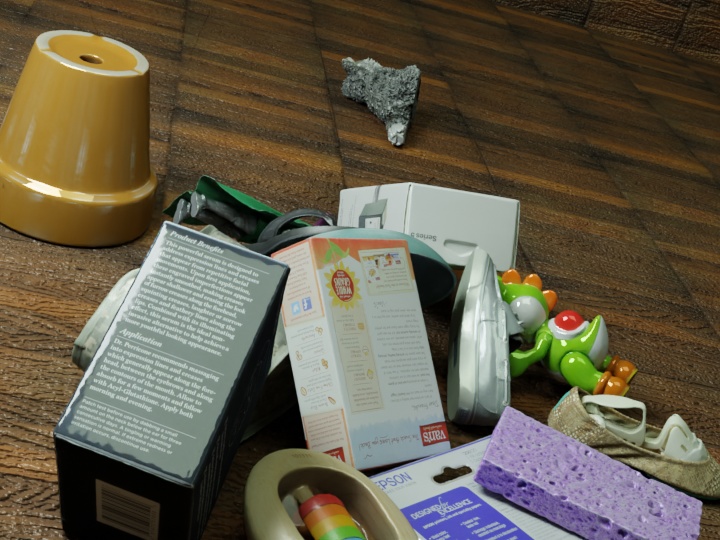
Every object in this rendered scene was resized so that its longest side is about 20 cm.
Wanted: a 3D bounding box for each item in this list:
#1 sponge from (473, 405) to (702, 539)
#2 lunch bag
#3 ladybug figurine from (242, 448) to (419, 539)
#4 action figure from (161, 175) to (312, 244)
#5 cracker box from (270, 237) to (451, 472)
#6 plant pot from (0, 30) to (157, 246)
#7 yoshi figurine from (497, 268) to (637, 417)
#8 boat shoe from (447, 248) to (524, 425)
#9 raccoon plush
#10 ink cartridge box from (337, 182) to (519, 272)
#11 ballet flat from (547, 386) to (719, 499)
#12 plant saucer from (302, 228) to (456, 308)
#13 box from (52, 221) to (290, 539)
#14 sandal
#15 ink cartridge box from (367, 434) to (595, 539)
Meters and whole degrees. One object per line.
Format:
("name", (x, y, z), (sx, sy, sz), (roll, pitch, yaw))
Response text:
("sponge", (0.201, 0.194, 1.085), (0.198, 0.030, 0.112), (26, 23, 10))
("lunch bag", (-0.139, 0.067, 1.114), (0.163, 0.119, 0.200), (30, 35, 16))
("ladybug figurine", (-0.023, 0.216, 0.934), (0.134, 0.073, 0.200), (4, 28, -28))
("action figure", (-0.113, -0.044, 1.398), (0.198, 0.056, 0.117), (18, -21, -33))
("cracker box", (0.001, 0.075, 1.096), (0.057, 0.203, 0.133), (-21, -14, 39))
("plant pot", (-0.312, -0.156, 1.363), (0.197, 0.186, 0.201), (14, 25, -7))
("yoshi figurine", (0.193, 0.091, 1.342), (0.199, 0.113, 0.112), (38, 68, 11))
("boat shoe", (0.132, 0.071, 1.272), (0.070, 0.070, 0.203), (12, 56, -7))
("raccoon plush", (0.022, -0.279, 1.956), (0.132, 0.098, 0.200), (11, 25, 5))
("ink cartridge box", (0.074, -0.048, 1.425), (0.143, 0.086, 0.199), (7, -1, -23))
("ballet flat", (0.289, 0.170, 1.242), (0.197, 0.066, 0.071), (18, 25, 0))
("plant saucer", (0.000, 0.000, 1.266), (0.197, 0.200, 0.037), (7, 67, -22))
("box", (-0.139, 0.094, 0.926), (0.106, 0.149, 0.202), (19, 52, 3))
("sandal", (-0.074, -0.035, 1.304), (0.199, 0.049, 0.075), (-12, -20, 43))
("ink cartridge box", (0.123, 0.228, 1.040), (0.196, 0.044, 0.199), (-8, 37, -46))
